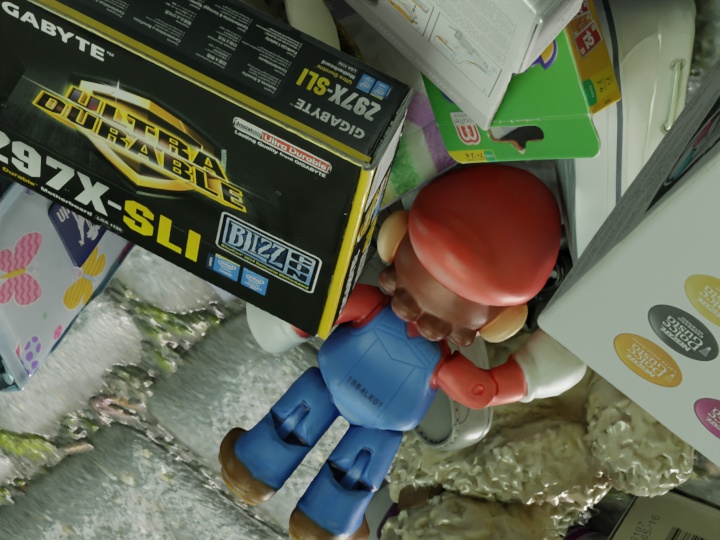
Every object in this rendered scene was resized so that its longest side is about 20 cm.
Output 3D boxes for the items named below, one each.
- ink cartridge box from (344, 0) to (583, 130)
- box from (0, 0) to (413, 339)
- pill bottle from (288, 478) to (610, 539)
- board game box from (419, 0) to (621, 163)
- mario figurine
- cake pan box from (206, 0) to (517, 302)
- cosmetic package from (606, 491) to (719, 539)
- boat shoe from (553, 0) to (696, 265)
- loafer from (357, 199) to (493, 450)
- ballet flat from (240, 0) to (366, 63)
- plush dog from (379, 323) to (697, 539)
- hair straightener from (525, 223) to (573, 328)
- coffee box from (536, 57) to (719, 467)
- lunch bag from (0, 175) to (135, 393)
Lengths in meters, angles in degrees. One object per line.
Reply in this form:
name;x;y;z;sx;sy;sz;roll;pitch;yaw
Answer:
ink cartridge box;0.001;-0.157;1.164;0.200;0.045;0.176;43;170;5
box;-0.083;-0.065;1.251;0.199;0.050;0.160;27;154;5
pill bottle;0.059;0.181;1.694;0.199;0.112;0.113;19;149;31
board game box;0.046;-0.142;1.212;0.095;0.030;0.201;0;111;49
mario figurine;0.024;0.035;1.381;0.123;0.200;0.106;30;-164;-34
cake pan box;-0.050;-0.106;1.334;0.184;0.052;0.200;-30;115;22
cosmetic package;0.196;0.216;1.632;0.103;0.073;0.201;21;150;27
boat shoe;0.123;-0.047;1.302;0.066;0.074;0.200;-9;147;0
loafer;0.000;0.000;1.438;0.070;0.070;0.201;-37;78;49
ballet flat;-0.064;-0.131;1.246;0.070;0.071;0.200;-3;135;51
plush dog;0.060;0.122;1.498;0.160;0.173;0.200;23;156;-16
hair straightener;0.072;-0.004;1.482;0.077;0.041;0.199;30;153;-31
coffee box;0.222;-0.022;1.083;0.199;0.200;0.198;38;154;-3
lunch bag;-0.204;-0.060;1.556;0.200;0.170;0.127;48;148;-15
